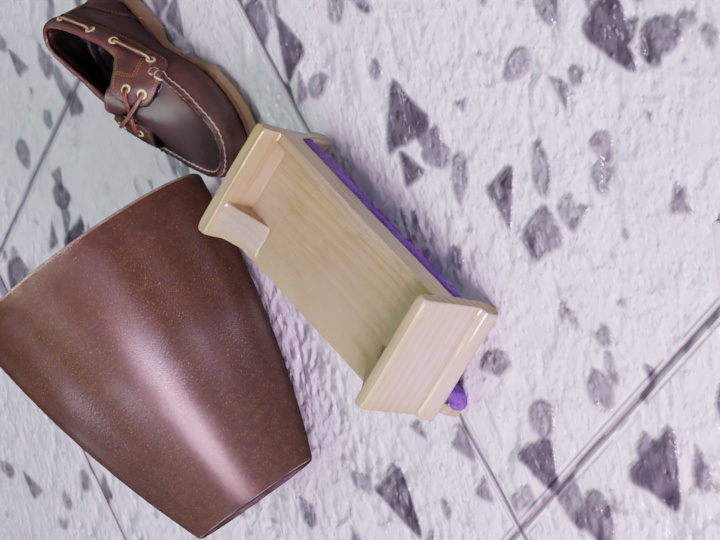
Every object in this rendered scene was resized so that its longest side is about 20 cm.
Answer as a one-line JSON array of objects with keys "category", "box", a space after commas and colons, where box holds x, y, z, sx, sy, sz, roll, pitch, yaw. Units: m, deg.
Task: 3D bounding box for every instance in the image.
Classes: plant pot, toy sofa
[{"category": "plant pot", "box": [-0.125, 0.070, 1.770, 0.200, 0.187, 0.187, 54, 146, 5]}, {"category": "toy sofa", "box": [0.000, 0.000, 1.620, 0.200, 0.097, 0.083, 47, 115, 38]}]

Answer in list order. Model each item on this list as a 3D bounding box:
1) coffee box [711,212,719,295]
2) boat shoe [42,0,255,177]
[{"category": "coffee box", "box": [0.286, 0.056, 1.050, 0.200, 0.199, 0.199, 7, 109, 58]}, {"category": "boat shoe", "box": [-0.144, -0.119, 1.794, 0.200, 0.070, 0.071, 41, 134, 41]}]
